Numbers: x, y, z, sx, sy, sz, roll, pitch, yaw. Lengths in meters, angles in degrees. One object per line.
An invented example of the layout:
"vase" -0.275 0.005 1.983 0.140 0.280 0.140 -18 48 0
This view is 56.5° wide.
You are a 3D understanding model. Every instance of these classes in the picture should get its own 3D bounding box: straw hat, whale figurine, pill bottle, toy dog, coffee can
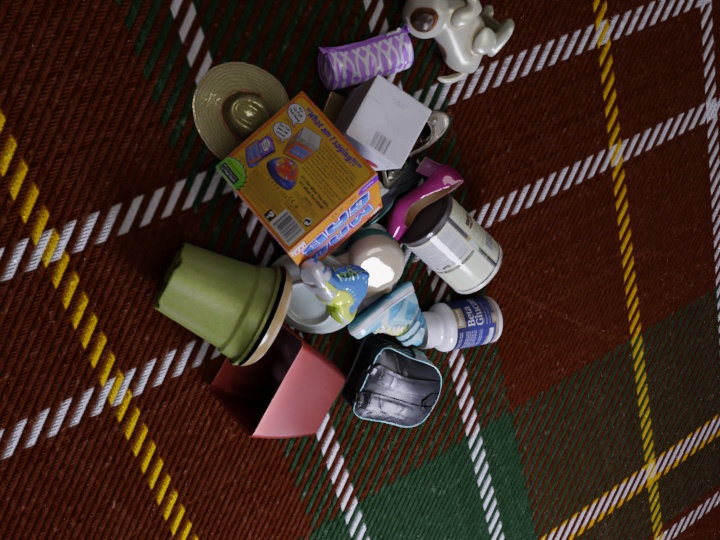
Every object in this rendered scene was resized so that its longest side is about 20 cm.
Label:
"straw hat" -0.204 -0.283 1.231 0.198 0.085 0.205 -7 107 -25
"whale figurine" 0.000 0.000 1.382 0.158 0.104 0.201 25 116 -32
"pill bottle" 0.220 0.126 1.549 0.197 0.111 0.113 -7 107 -25
"toy dog" 0.173 -0.500 1.355 0.198 0.141 0.194 20 125 -30
"coffee can" 0.195 -0.063 1.464 0.199 0.146 0.147 39 85 -30

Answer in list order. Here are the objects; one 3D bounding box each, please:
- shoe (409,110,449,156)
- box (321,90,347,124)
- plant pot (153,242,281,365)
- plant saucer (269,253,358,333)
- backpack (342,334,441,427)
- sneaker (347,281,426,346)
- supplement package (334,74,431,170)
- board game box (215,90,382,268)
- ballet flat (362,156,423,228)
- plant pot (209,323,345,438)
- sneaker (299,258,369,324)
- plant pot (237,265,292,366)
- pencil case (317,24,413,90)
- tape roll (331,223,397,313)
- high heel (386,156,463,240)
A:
"shoe" 0.122 -0.278 1.410 0.199 0.053 0.071 -34 122 -26
"box" -0.032 -0.239 1.369 0.162 0.021 0.203 19 95 -30
"plant pot" -0.274 0.046 1.243 0.182 0.200 0.203 27 91 -18
"plant saucer" -0.100 0.055 1.337 0.197 0.050 0.203 5 123 7
"backpack" 0.073 0.246 1.481 0.198 0.153 0.178 20 96 -20
"sneaker" 0.069 0.120 1.402 0.199 0.079 0.132 -33 98 -38
"supplement package" 0.027 -0.268 1.252 0.120 0.200 0.121 29 89 -15
"board game box" -0.100 -0.148 1.200 0.199 0.200 0.200 -41 79 -3
"ballet flat" 0.053 -0.173 1.400 0.200 0.073 0.074 -43 120 -24
"plant pot" -0.151 0.221 1.347 0.175 0.199 0.202 31 89 -40
"sneaker" -0.042 0.014 1.238 0.105 0.075 0.201 -51 149 -16
"plant pot" -0.176 0.088 1.252 0.027 0.200 0.202 27 91 -20
"pencil case" 0.012 -0.415 1.306 0.198 0.084 0.086 -25 148 -21
"tape roll" -0.004 -0.010 1.439 0.200 0.037 0.206 -8 108 -25
"high heel" 0.128 -0.129 1.382 0.067 0.096 0.202 -2 121 -62
